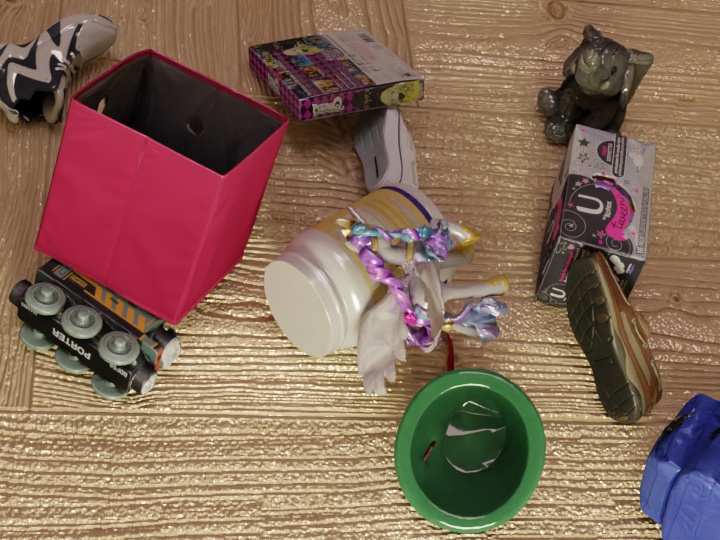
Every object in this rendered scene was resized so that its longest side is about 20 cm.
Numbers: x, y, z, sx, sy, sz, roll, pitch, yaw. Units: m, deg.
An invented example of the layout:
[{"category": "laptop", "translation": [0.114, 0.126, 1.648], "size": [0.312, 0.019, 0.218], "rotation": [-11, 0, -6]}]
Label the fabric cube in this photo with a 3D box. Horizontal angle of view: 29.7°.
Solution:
[{"category": "fabric cube", "translation": [-0.226, -0.100, 1.549], "size": [0.198, 0.201, 0.196], "rotation": [27, 31, 7]}]

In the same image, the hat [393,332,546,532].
[{"category": "hat", "translation": [0.126, 0.188, 1.552], "size": [0.164, 0.176, 0.203], "rotation": [23, 88, 4]}]

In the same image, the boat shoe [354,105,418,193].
[{"category": "boat shoe", "translation": [0.038, -0.152, 1.780], "size": [0.066, 0.073, 0.202], "rotation": [32, 36, -28]}]

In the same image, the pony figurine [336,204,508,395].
[{"category": "pony figurine", "translation": [0.068, 0.024, 1.479], "size": [0.198, 0.166, 0.196], "rotation": [8, 59, -35]}]

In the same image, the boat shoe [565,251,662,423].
[{"category": "boat shoe", "translation": [0.303, 0.077, 1.611], "size": [0.073, 0.075, 0.203], "rotation": [-18, 92, -34]}]

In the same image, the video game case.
[{"category": "video game case", "translation": [-0.035, -0.266, 1.821], "size": [0.179, 0.036, 0.200], "rotation": [-12, 33, -21]}]

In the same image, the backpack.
[{"category": "backpack", "translation": [0.417, 0.214, 1.500], "size": [0.167, 0.164, 0.200], "rotation": [36, 54, 21]}]

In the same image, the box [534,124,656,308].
[{"category": "box", "translation": [0.296, -0.063, 1.712], "size": [0.113, 0.133, 0.202], "rotation": [13, 51, 1]}]

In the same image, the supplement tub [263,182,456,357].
[{"category": "supplement tub", "translation": [0.000, 0.000, 1.590], "size": [0.199, 0.146, 0.145], "rotation": [-30, 63, -31]}]

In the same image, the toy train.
[{"category": "toy train", "translation": [-0.295, 0.060, 1.524], "size": [0.198, 0.086, 0.114], "rotation": [32, 42, 13]}]

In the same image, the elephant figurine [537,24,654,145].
[{"category": "elephant figurine", "translation": [0.328, -0.264, 1.837], "size": [0.139, 0.201, 0.157], "rotation": [1, 51, -11]}]

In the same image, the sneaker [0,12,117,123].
[{"category": "sneaker", "translation": [-0.385, -0.248, 1.750], "size": [0.197, 0.080, 0.130], "rotation": [-21, 63, -30]}]
